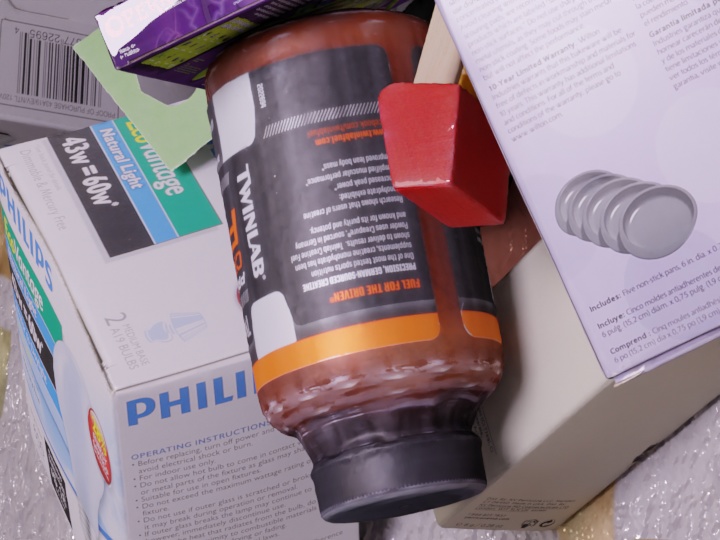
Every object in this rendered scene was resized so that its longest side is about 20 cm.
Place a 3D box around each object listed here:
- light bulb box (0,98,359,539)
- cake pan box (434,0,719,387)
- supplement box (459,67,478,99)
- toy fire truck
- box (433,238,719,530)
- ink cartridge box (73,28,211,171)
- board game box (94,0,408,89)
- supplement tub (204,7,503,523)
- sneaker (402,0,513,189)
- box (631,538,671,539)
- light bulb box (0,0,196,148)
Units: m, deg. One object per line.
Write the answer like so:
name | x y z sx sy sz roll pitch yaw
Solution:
light bulb box | -0.090 0.056 1.205 0.199 0.124 0.201 -123 24 -46
cake pan box | 0.136 -0.085 0.829 0.199 0.052 0.185 -28 85 19
supplement box | 0.058 -0.176 1.032 0.126 0.073 0.202 71 -172 -85
toy fire truck | 0.081 -0.124 0.925 0.140 0.049 0.202 -8 68 30
box | 0.100 0.031 1.016 0.200 0.068 0.083 -45 49 45
ink cartridge box | -0.050 -0.155 1.206 0.199 0.048 0.146 -36 41 -5
board game box | -0.035 -0.116 1.040 0.200 0.119 0.033 -10 -101 -82
supplement tub | 0.000 0.000 1.007 0.107 0.106 0.202 -29 67 53
sneaker | 0.023 -0.045 1.154 0.200 0.075 0.091 -55 48 41
box | 0.115 0.225 0.985 0.119 0.041 0.201 -46 46 45
light bulb box | -0.208 -0.126 1.406 0.200 0.197 0.126 -13 72 58
